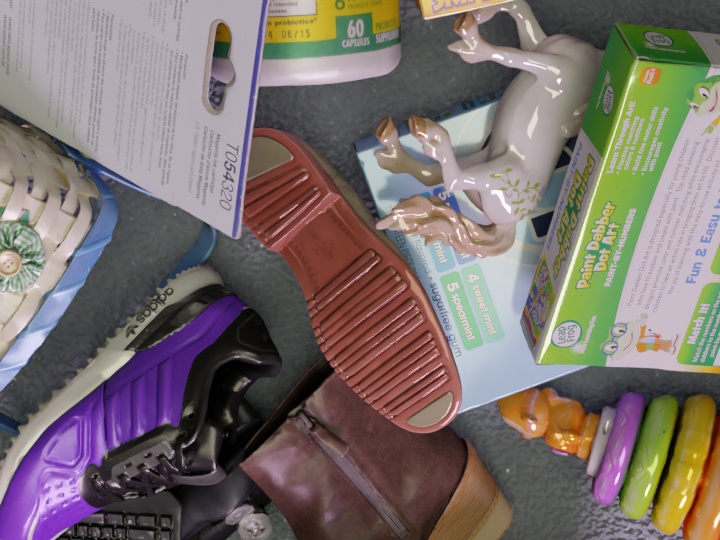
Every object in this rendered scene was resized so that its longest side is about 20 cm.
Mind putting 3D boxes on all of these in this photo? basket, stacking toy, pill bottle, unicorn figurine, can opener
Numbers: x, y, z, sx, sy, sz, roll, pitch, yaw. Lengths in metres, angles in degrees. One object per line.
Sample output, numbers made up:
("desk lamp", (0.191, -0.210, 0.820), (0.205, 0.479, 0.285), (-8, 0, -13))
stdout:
("basket", (-0.200, 0.005, 1.120), (0.200, 0.139, 0.177), (26, 104, -42))
("stacking toy", (0.176, 0.111, 1.175), (0.199, 0.116, 0.110), (17, 99, 6))
("pill bottle", (-0.036, -0.207, 1.080), (0.112, 0.113, 0.201), (-3, 102, -1))
("unicorn figurine", (0.099, -0.093, 1.093), (0.137, 0.074, 0.200), (26, 115, -20))
("can opener", (-0.121, 0.166, 1.198), (0.200, 0.079, 0.063), (-44, 139, 11))

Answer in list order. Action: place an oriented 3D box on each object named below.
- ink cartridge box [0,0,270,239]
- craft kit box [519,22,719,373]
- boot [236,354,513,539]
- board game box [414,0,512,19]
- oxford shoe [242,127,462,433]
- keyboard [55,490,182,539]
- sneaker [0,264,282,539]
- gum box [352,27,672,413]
("ink cartridge box", (-0.120, -0.143, 1.037), (0.200, 0.043, 0.197), (29, 130, 22))
("craft kit box", (0.207, -0.031, 1.085), (0.197, 0.049, 0.201), (3, 125, -18))
("boot", (-0.019, 0.161, 1.174), (0.166, 0.072, 0.200), (42, 84, -24))
("board game box", (0.071, -0.167, 1.047), (0.095, 0.200, 0.030), (-13, 104, 1))
("oxford shoe", (0.000, 0.000, 1.131), (0.071, 0.074, 0.200), (-32, 89, 18))
("keyboard", (-0.200, 0.189, 1.177), (0.199, 0.021, 0.128), (1, 94, 17))
("sneaker", (-0.123, 0.097, 1.125), (0.099, 0.070, 0.200), (39, 85, 24))
("gum box", (0.117, -0.028, 1.160), (0.199, 0.045, 0.171), (-20, 102, 2))
